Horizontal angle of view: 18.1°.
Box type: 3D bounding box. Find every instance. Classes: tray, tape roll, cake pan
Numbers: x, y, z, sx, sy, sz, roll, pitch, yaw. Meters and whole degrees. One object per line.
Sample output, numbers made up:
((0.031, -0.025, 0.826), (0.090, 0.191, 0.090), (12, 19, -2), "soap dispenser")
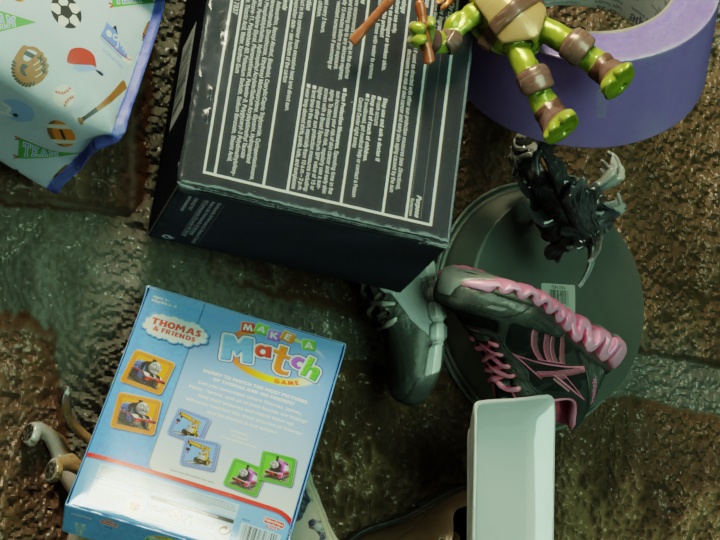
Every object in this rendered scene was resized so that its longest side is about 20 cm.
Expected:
((0.107, 0.194, 1.673), (0.107, 0.022, 0.202), (-1, 91, -51), "tray")
((0.167, -0.190, 1.698), (0.199, 0.200, 0.085), (-33, 144, -30), "tape roll")
((0.148, 0.027, 1.802), (0.199, 0.037, 0.202), (4, 82, -31), "cake pan")

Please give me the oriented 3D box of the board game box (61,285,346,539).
((-0.104, 0.112, 1.554), (0.150, 0.037, 0.201), (16, 49, 0), "board game box")

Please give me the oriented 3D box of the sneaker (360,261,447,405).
((0.000, 0.000, 1.699), (0.115, 0.075, 0.202), (8, 70, -26), "sneaker")

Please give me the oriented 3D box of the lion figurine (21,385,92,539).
((-0.183, 0.192, 1.557), (0.122, 0.072, 0.202), (26, 67, -35), "lion figurine")

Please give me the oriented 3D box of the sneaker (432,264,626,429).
((0.120, 0.063, 1.706), (0.199, 0.079, 0.096), (29, 86, -41), "sneaker")

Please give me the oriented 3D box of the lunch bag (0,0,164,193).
((-0.225, -0.189, 1.548), (0.169, 0.124, 0.201), (33, 51, -24), "lunch bag")

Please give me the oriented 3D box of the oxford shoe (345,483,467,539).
((0.040, 0.219, 1.685), (0.199, 0.084, 0.073), (-35, 105, -28), "oxford shoe")

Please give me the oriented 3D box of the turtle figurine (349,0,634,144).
((0.103, -0.166, 1.577), (0.199, 0.064, 0.162), (-34, 76, -18), "turtle figurine")

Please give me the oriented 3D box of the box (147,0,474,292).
((-0.034, -0.110, 1.615), (0.197, 0.123, 0.202), (13, 70, -12), "box")

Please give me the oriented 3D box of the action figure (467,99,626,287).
((0.158, -0.089, 1.739), (0.101, 0.119, 0.201), (-21, 64, -12), "action figure")

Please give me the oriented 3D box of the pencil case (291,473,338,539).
((-0.041, 0.210, 1.605), (0.078, 0.089, 0.201), (-14, 76, -53), "pencil case")
